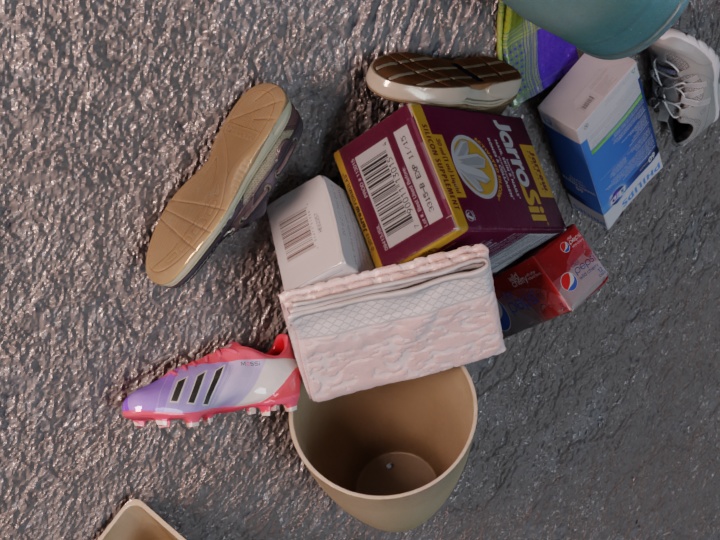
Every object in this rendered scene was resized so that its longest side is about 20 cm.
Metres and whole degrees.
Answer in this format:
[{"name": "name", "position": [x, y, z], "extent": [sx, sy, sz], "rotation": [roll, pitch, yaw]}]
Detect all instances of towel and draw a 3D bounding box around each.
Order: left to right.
[{"name": "towel", "position": [0.034, 0.054, 1.476], "extent": [0.198, 0.032, 0.191], "rotation": [-14, 150, 1]}, {"name": "towel", "position": [0.215, -0.265, 1.639], "extent": [0.199, 0.023, 0.144], "rotation": [-31, 134, -31]}]

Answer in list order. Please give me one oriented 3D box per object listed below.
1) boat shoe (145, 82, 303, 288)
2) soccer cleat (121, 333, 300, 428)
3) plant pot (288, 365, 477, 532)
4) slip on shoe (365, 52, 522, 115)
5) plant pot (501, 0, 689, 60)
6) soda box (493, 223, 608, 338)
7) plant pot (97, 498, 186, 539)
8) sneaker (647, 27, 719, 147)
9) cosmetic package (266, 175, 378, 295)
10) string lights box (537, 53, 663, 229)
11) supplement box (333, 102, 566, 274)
[{"name": "boat shoe", "position": [-0.112, -0.065, 1.378], "extent": [0.065, 0.072, 0.201], "rotation": [38, 78, -46]}, {"name": "soccer cleat", "position": [-0.139, 0.103, 1.475], "extent": [0.199, 0.066, 0.077], "rotation": [-3, 87, -41]}, {"name": "plant pot", "position": [0.030, 0.189, 1.629], "extent": [0.187, 0.187, 0.200], "rotation": [-42, 153, -19]}, {"name": "slip on shoe", "position": [0.077, -0.168, 1.519], "extent": [0.199, 0.076, 0.061], "rotation": [-12, 133, -50]}, {"name": "plant pot", "position": [0.185, -0.315, 1.450], "extent": [0.187, 0.200, 0.201], "rotation": [13, 105, -35]}, {"name": "soda box", "position": [0.174, 0.018, 1.647], "extent": [0.063, 0.200, 0.070], "rotation": [-37, 92, -25]}, {"name": "plant pot", "position": [-0.178, 0.372, 1.506], "extent": [0.200, 0.199, 0.177], "rotation": [-52, 152, -8]}, {"name": "sneaker", "position": [0.363, -0.206, 1.792], "extent": [0.082, 0.075, 0.200], "rotation": [-54, 142, -8]}, {"name": "cosmetic package", "position": [0.000, 0.000, 1.501], "extent": [0.074, 0.102, 0.200], "rotation": [-27, 148, 23]}, {"name": "string lights box", "position": [0.264, -0.143, 1.722], "extent": [0.103, 0.059, 0.200], "rotation": [-48, 147, -12]}, {"name": "supplement box", "position": [0.088, -0.073, 1.501], "extent": [0.103, 0.132, 0.199], "rotation": [-31, 164, 33]}]
